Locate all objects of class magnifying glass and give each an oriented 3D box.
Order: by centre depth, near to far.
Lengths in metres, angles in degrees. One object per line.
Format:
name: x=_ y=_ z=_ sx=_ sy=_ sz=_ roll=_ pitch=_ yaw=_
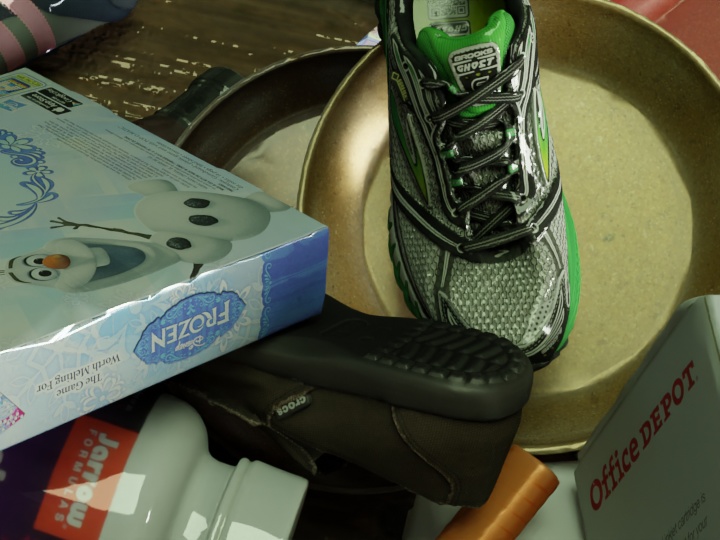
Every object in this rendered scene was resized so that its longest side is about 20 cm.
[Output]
magnifying glass: x=0.006 y=0.151 z=0.686 sx=0.200 sy=0.022 sz=0.079 roll=-48 pitch=50 yaw=-10

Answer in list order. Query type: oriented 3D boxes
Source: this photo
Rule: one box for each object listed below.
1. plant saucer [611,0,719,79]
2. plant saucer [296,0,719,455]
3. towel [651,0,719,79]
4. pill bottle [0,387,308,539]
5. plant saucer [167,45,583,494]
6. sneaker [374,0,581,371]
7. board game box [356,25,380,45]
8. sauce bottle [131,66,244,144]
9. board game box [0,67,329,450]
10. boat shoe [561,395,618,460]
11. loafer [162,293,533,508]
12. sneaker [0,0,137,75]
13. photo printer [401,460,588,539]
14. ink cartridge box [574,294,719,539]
plant saucer: x=0.213 y=-0.089 z=0.902 sx=0.200 sy=0.037 sz=0.200 roll=-38 pitch=63 yaw=-1
plant saucer: x=0.073 y=-0.020 z=0.762 sx=0.199 sy=0.035 sz=0.202 roll=-1 pitch=80 yaw=3
towel: x=0.239 y=-0.134 z=0.944 sx=0.200 sy=0.023 sz=0.144 roll=-38 pitch=64 yaw=0
pill bottle: x=-0.127 y=0.090 z=0.698 sx=0.199 sy=0.112 sz=0.112 roll=18 pitch=53 yaw=1
plant saucer: x=0.000 y=0.000 z=0.796 sx=0.199 sy=0.034 sz=0.202 roll=-1 pitch=81 yaw=3
sneaker: x=0.040 y=-0.055 z=0.709 sx=0.077 sy=0.085 sz=0.201 roll=-12 pitch=81 yaw=2
board game box: x=0.076 y=-0.050 z=0.842 sx=0.157 sy=0.039 sz=0.202 roll=-3 pitch=76 yaw=-3
sauce bottle: x=-0.122 y=-0.026 z=0.815 sx=0.066 sy=0.066 sz=0.200 roll=37 pitch=53 yaw=15
board game box: x=-0.151 y=-0.008 z=0.675 sx=0.198 sy=0.044 sz=0.199 roll=-21 pitch=37 yaw=-40
boat shoe: x=0.175 y=0.051 z=0.810 sx=0.199 sy=0.072 sz=0.068 roll=-8 pitch=80 yaw=-23
loafer: x=-0.025 y=0.050 z=0.707 sx=0.199 sy=0.072 sz=0.073 roll=14 pitch=22 yaw=38
sneaker: x=-0.193 y=-0.111 z=0.866 sx=0.199 sy=0.083 sz=0.070 roll=-14 pitch=26 yaw=-42
photo printer: x=0.115 y=0.157 z=0.731 sx=0.198 sy=0.070 sz=0.167 roll=-1 pitch=55 yaw=-13
ink cartridge box: x=0.150 y=0.128 z=0.625 sx=0.082 sy=0.146 sz=0.201 roll=1 pitch=58 yaw=-13
